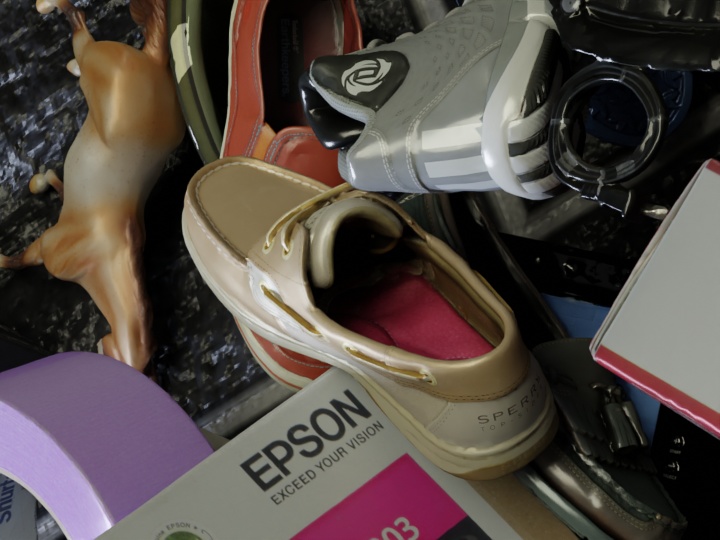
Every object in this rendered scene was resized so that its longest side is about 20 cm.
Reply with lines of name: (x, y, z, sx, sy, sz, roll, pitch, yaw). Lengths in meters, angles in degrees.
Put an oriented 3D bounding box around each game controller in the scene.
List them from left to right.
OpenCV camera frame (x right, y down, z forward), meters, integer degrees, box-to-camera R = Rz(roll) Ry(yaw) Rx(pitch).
game controller: (0.083, 0.043, 1.132, 0.200, 0.042, 0.104, 12, 82, 38)

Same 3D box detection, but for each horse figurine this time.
horse figurine: (-0.122, -0.056, 1.287, 0.133, 0.050, 0.200, 29, 106, 51)

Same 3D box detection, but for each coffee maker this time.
coffee maker: (0.160, -0.101, 1.025, 0.135, 0.200, 0.192, 40, 101, 36)

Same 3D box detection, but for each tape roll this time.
tape roll: (-0.124, 0.139, 1.169, 0.200, 0.066, 0.200, 22, 120, 43)

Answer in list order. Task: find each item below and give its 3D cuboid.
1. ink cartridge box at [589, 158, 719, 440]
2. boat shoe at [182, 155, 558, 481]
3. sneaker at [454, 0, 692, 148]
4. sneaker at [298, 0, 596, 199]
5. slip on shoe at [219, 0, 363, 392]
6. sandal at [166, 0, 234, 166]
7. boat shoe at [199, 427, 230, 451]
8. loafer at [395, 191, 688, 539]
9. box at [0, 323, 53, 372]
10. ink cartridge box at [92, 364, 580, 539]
ink cartridge box: (0.195, 0.054, 0.952, 0.146, 0.200, 0.083, 30, 90, 37)
boat shoe: (0.000, 0.000, 1.056, 0.074, 0.069, 0.200, -37, 51, -23)
sneaker: (0.074, -0.130, 1.185, 0.070, 0.078, 0.200, -39, 78, 2)
sneaker: (0.035, -0.089, 1.062, 0.115, 0.075, 0.200, -8, 26, 18)
slip on shoe: (-0.025, -0.045, 1.200, 0.061, 0.074, 0.200, 153, 116, -72)
sandal: (-0.053, -0.135, 1.266, 0.057, 0.080, 0.201, 2, 80, 8)
boat shoe: (-0.036, 0.131, 1.173, 0.200, 0.072, 0.069, 20, 118, 24)
loafer: (0.066, 0.035, 1.087, 0.063, 0.072, 0.200, -50, 57, 11)
box: (-0.261, 0.050, 1.269, 0.106, 0.200, 0.122, 26, 90, 37)
ink cartridge box: (-0.012, 0.142, 1.040, 0.165, 0.200, 0.075, 46, 142, 12)
